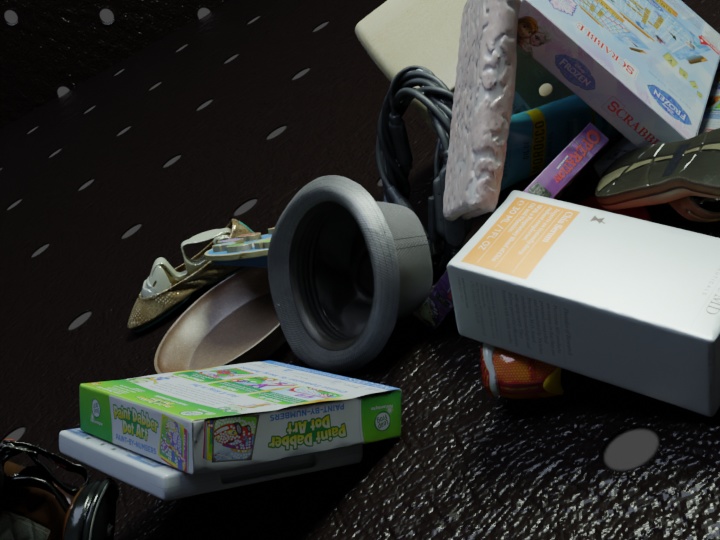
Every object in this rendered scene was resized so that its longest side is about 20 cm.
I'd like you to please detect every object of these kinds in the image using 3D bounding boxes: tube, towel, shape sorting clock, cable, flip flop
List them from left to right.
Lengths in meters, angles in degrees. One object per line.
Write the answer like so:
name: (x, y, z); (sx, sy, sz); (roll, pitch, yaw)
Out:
shape sorting clock: (-0.075, -0.037, 1.213); (0.198, 0.040, 0.200); (-7, 10, 1)
cable: (0.062, -0.099, 1.082); (0.050, 0.202, 0.163); (-11, 9, -20)
towel: (0.100, -0.143, 0.912); (0.032, 0.203, 0.191); (5, -1, -1)
tube: (0.192, -0.135, 1.051); (0.199, 0.078, 0.050); (-24, 33, -30)
flip flop: (0.280, -0.069, 0.905); (0.199, 0.058, 0.081); (-6, 38, 54)

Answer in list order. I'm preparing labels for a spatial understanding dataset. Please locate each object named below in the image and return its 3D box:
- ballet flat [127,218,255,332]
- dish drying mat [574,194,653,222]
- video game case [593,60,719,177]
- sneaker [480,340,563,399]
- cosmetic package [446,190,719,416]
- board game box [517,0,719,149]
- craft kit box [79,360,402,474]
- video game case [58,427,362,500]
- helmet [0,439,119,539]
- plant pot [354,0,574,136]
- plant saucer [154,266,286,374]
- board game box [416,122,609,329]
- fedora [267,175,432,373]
ballet flat: (-0.217, 0.000, 1.362); (0.199, 0.066, 0.071); (-33, 24, 0)
dish drying mat: (0.216, -0.017, 0.930); (0.076, 0.018, 0.201); (-24, 24, 13)
video game case: (0.332, -0.146, 1.030); (0.200, 0.018, 0.143); (-41, 25, -16)
sneaker: (0.149, 0.033, 0.880); (0.076, 0.074, 0.201); (2, 41, 18)
cosmetic package: (0.172, 0.017, 0.774); (0.198, 0.072, 0.101); (17, 47, 33)
board game box: (0.240, -0.219, 1.019); (0.041, 0.199, 0.200); (-45, 9, 45)
craft kit box: (-0.101, 0.115, 0.905); (0.196, 0.049, 0.199); (0, 3, -37)
video game case: (-0.128, 0.146, 0.913); (0.181, 0.022, 0.199); (-3, 4, -37)
helmet: (-0.291, 0.236, 0.859); (0.199, 0.200, 0.192); (-8, 52, 43)
plant pot: (0.139, -0.209, 1.167); (0.199, 0.200, 0.178); (-35, 36, 15)
plant saucer: (-0.130, 0.060, 1.182); (0.199, 0.037, 0.201); (-26, 26, 13)
board game box: (0.135, -0.038, 0.983); (0.200, 0.032, 0.120); (-44, -12, -22)
fedora: (0.000, 0.000, 1.032); (0.090, 0.178, 0.200); (-10, -19, -34)
